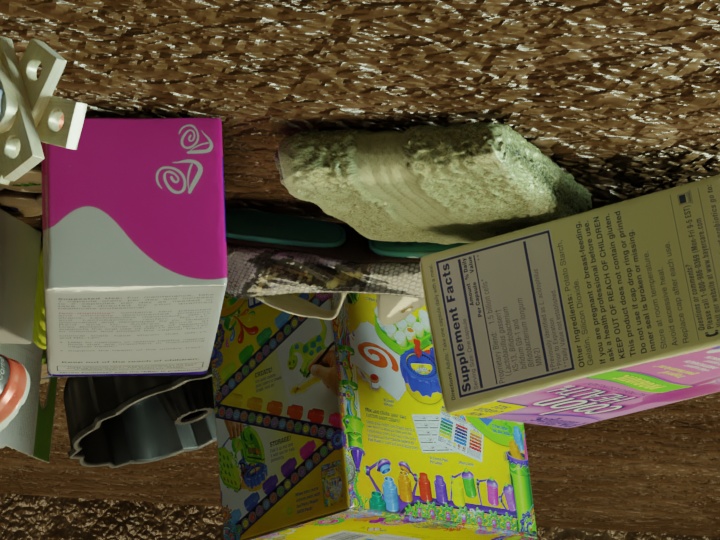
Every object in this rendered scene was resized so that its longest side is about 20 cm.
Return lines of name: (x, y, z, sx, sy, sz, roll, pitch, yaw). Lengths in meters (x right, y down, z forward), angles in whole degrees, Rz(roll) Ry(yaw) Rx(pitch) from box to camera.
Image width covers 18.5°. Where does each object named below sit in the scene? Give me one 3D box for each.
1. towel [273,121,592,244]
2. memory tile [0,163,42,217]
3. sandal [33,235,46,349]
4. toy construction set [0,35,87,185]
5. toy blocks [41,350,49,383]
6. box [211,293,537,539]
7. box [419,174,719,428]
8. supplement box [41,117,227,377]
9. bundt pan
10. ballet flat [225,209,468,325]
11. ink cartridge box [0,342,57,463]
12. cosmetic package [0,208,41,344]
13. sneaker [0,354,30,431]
towel: (0.047, -0.045, 1.277, 0.148, 0.037, 0.200, -2, 167, 19)
memory tile: (-0.263, -0.053, 1.354, 0.200, 0.017, 0.153, -4, 167, 28)
sandal: (-0.178, 0.006, 1.485, 0.087, 0.080, 0.200, -8, 176, -20)
toy construction set: (-0.209, -0.107, 0.926, 0.131, 0.092, 0.200, -7, 154, 38)
toy blocks: (-0.286, 0.066, 1.784, 0.200, 0.100, 0.137, -17, 172, 34)
box: (0.009, 0.099, 1.558, 0.122, 0.193, 0.200, -21, 155, 39)
box: (0.168, 0.024, 1.321, 0.200, 0.097, 0.176, -15, 167, 26)
supplement box: (-0.134, -0.010, 1.277, 0.103, 0.101, 0.200, -1, 164, -6)
bundt pan: (-0.140, 0.080, 1.720, 0.202, 0.076, 0.202, -18, 163, -6)
ballet flat: (0.000, 0.000, 1.413, 0.200, 0.072, 0.072, 3, 168, 5)
ink cartridge box: (-0.276, 0.054, 1.546, 0.076, 0.148, 0.200, 1, 168, 12)
cosmetic package: (-0.283, -0.008, 1.341, 0.113, 0.081, 0.200, 0, 170, 13)
sneaker: (-0.288, 0.058, 1.352, 0.200, 0.077, 0.082, -6, 139, 41)
